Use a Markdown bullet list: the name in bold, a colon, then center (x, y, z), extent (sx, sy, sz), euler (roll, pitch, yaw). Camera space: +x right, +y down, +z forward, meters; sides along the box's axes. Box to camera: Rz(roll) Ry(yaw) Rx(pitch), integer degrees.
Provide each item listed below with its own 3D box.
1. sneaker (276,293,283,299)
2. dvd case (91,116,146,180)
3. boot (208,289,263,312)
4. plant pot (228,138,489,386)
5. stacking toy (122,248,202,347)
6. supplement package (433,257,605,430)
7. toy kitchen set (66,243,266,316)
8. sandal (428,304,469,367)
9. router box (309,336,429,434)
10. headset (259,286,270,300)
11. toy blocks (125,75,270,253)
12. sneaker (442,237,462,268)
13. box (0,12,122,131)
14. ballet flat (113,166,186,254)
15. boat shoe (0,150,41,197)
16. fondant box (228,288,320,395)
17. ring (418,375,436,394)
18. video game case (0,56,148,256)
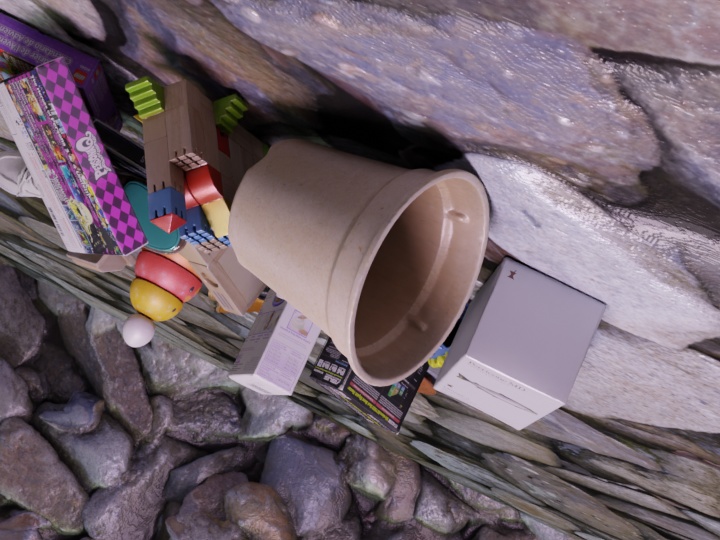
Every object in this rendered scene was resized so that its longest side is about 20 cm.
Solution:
- **sneaker**: center (0.000, 0.000, 1.243), extent (0.114, 0.082, 0.199), euler (4, 180, 33)
- **dvd case**: center (-0.248, -0.119, 1.216), extent (0.199, 0.025, 0.150), euler (34, 172, -37)
- **boot**: center (-0.167, 0.048, 1.798), extent (0.142, 0.072, 0.201), euler (13, 178, 2)
- **plant pot**: center (-0.014, -0.027, 0.985), extent (0.182, 0.202, 0.201), euler (27, 169, 31)
- **stacking toy**: center (-0.309, 0.028, 1.687), extent (0.145, 0.202, 0.146), euler (24, 167, 6)
- **supplement package**: center (0.166, 0.085, 1.180), extent (0.116, 0.118, 0.200), euler (26, 163, 2)
- **toy kitchen set**: center (-0.262, -0.015, 1.436), extent (0.199, 0.164, 0.181), euler (14, 148, 41)
- **sandal**: center (0.113, 0.074, 1.379), extent (0.088, 0.079, 0.200), euler (57, 169, -1)
- **router box**: center (0.024, 0.126, 1.541), extent (0.062, 0.151, 0.200), euler (17, 164, 33)
- **headset**: center (-0.130, 0.018, 1.546), extent (0.200, 0.094, 0.123), euler (41, 164, -10)
- **toy blocks**: center (-0.143, -0.083, 1.039), extent (0.099, 0.138, 0.200), euler (-16, 158, 19)
- **sneaker**: center (0.070, -0.010, 1.127), extent (0.090, 0.067, 0.200), euler (23, 169, 3)
- **box**: center (-0.346, -0.210, 1.218), extent (0.136, 0.039, 0.200), euler (25, 167, 1)
- **ballet flat**: center (-0.264, -0.083, 1.236), extent (0.199, 0.069, 0.067), euler (33, -168, 15)
- **boat shoe**: center (-0.488, -0.143, 1.661), extent (0.200, 0.075, 0.086), euler (22, 167, 10)
- **fondant box**: center (-0.086, 0.055, 1.373), extent (0.058, 0.202, 0.144), euler (27, 167, -14)
- **ring**: center (0.048, 0.169, 1.942), extent (0.199, 0.019, 0.201), euler (26, 167, 6)
- **video game case**: center (-0.306, -0.112, 1.130), extent (0.181, 0.036, 0.202), euler (4, 120, 58)
